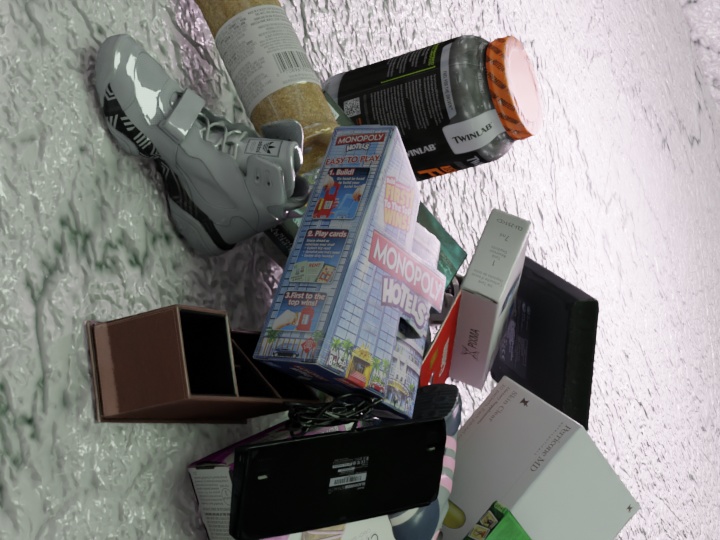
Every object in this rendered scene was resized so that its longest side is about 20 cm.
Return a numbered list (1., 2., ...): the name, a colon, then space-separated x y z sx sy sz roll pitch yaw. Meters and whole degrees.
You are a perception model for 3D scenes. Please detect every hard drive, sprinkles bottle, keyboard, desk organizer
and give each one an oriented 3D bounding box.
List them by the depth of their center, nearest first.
1. desk organizer: -0.110 0.072 1.130 0.199 0.076 0.073 12 68 -63
2. keyboard: -0.018 0.138 1.148 0.198 0.039 0.105 -3 109 -40
3. sprinkles bottle: -0.081 -0.178 1.256 0.068 0.068 0.202 14 47 -62
4. hard drive: 0.182 0.073 1.543 0.200 0.032 0.141 -138 -131 -70

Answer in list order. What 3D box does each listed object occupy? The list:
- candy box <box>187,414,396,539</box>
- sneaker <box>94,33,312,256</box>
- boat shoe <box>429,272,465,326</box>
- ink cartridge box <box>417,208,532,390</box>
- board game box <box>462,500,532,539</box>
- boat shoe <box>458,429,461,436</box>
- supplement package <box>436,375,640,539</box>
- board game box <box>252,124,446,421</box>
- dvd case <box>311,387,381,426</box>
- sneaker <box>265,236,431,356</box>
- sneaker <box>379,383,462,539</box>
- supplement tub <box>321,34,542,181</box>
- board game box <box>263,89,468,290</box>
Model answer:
1. candy box: -0.039 0.221 1.171 0.136 0.061 0.202 -21 98 -40
2. sneaker: -0.113 -0.105 1.164 0.201 0.114 0.076 61 29 -31
3. boat shoe: 0.067 0.024 1.537 0.199 0.065 0.073 19 62 -62
4. ink cartridge box: 0.105 0.065 1.457 0.201 0.044 0.177 90 23 -63
5. board game box: 0.076 0.299 1.299 0.200 0.023 0.105 -47 132 -10
6. boat shoe: 0.070 0.181 1.461 0.060 0.075 0.201 53 -5 39
7. supplement package: 0.135 0.233 1.407 0.200 0.111 0.156 -49 133 -10
8. board game box: 0.011 0.000 1.195 0.200 0.061 0.202 31 66 -55
9. dvd case: -0.004 0.130 1.392 0.143 0.017 0.201 61 29 -32
10. sneaker: 0.000 0.000 1.369 0.200 0.078 0.080 47 39 -29
11. sneaker: 0.049 0.176 1.307 0.200 0.069 0.083 -60 136 -55
12. supplement tub: 0.066 -0.151 1.463 0.122 0.198 0.124 38 46 -52
13. board game box: -0.005 -0.037 1.306 0.200 0.028 0.136 48 53 -16
